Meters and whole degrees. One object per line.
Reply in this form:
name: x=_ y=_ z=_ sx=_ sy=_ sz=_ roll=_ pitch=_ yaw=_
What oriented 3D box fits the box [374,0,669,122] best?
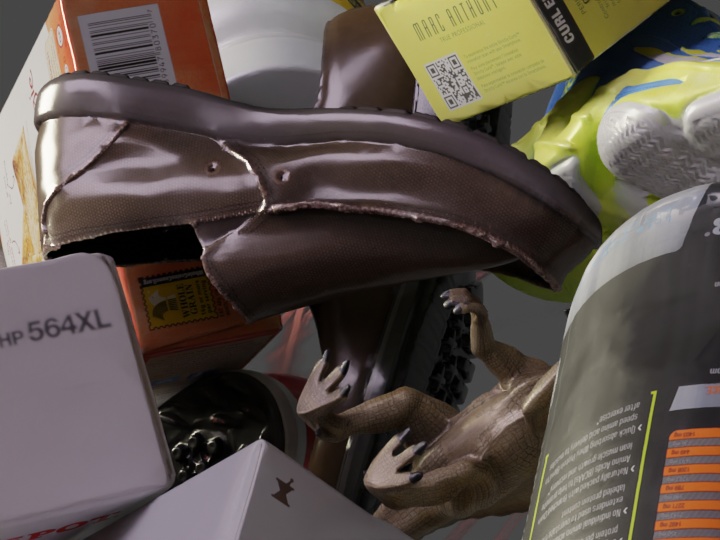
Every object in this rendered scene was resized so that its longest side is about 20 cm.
box: x=0.098 y=-0.124 z=1.019 sx=0.200 sy=0.050 sz=0.075 roll=-39 pitch=13 yaw=-37

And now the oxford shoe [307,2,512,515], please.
oxford shoe: x=0.000 y=0.000 z=1.052 sx=0.084 sy=0.073 sz=0.201 roll=3 pitch=71 yaw=19

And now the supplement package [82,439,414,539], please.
supplement package: x=-0.061 y=0.162 z=0.935 sx=0.200 sy=0.121 sz=0.120 roll=-32 pitch=31 yaw=41

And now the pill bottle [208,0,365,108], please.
pill bottle: x=-0.046 y=-0.081 z=1.245 sx=0.114 sy=0.114 sz=0.200 roll=-47 pitch=25 yaw=15

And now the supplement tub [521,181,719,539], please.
supplement tub: x=0.099 y=0.085 z=0.744 sx=0.122 sy=0.122 sz=0.201 roll=-31 pitch=32 yaw=41

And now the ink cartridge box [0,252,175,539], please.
ink cartridge box: x=-0.162 y=0.075 z=0.988 sx=0.200 sy=0.145 sz=0.085 roll=134 pitch=121 yaw=-63

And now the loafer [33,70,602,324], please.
loafer: x=-0.018 y=-0.013 z=0.963 sx=0.199 sy=0.073 sz=0.071 roll=9 pitch=77 yaw=23

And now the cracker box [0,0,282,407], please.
cracker box: x=-0.091 y=-0.014 z=1.112 sx=0.200 sy=0.057 sz=0.135 roll=135 pitch=123 yaw=-70

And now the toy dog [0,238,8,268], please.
toy dog: x=-0.172 y=0.046 z=1.283 sx=0.200 sy=0.139 sz=0.194 roll=-41 pitch=36 yaw=25

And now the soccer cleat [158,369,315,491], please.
soccer cleat: x=-0.084 y=0.090 z=1.115 sx=0.200 sy=0.073 sz=0.068 roll=-26 pitch=71 yaw=34

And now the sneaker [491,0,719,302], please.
sneaker: x=0.110 y=-0.059 z=0.978 sx=0.200 sy=0.076 sz=0.105 roll=-19 pitch=40 yaw=53

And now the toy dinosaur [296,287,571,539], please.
toy dinosaur: x=0.031 y=0.060 z=0.934 sx=0.200 sy=0.101 sz=0.058 roll=-38 pitch=52 yaw=24
